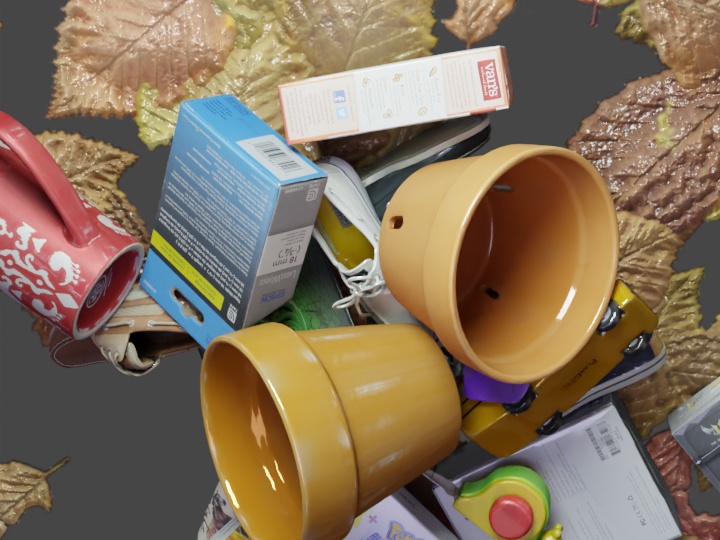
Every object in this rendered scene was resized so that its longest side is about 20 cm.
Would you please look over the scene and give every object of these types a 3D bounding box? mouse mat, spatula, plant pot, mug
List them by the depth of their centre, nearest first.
[{"bbox_3d":[0.108,-0.015,1.314,0.198,0.139,0.203,-10,107,-37],"label":"plant pot"},{"bbox_3d":[-0.018,0.131,1.327,0.181,0.200,0.203,-16,109,-27],"label":"plant pot"},{"bbox_3d":[-0.312,-0.040,1.386,0.199,0.178,0.134,35,79,10],"label":"mug"},{"bbox_3d":[0.071,0.093,1.398,0.198,0.020,0.057,-3,76,41],"label":"spatula"},{"bbox_3d":[-0.084,0.063,1.459,0.160,0.008,0.202,-26,78,14],"label":"mouse mat"}]

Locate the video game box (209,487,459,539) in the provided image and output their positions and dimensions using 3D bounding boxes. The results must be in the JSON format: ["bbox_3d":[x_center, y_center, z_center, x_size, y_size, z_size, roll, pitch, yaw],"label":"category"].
[{"bbox_3d":[-0.019,0.277,1.463,0.200,0.047,0.182,43,103,-9],"label":"video game box"}]

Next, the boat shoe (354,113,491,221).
[{"bbox_3d":[0.044,-0.078,1.410,0.198,0.075,0.067,-28,105,14],"label":"boat shoe"}]

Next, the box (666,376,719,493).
[{"bbox_3d":[0.421,0.149,1.454,0.199,0.048,0.159,-40,99,16],"label":"box"}]

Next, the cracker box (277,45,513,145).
[{"bbox_3d":[0.036,-0.157,1.350,0.197,0.134,0.058,-9,96,9],"label":"cracker box"}]

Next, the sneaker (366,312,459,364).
[{"bbox_3d":[0.093,0.046,1.448,0.198,0.067,0.092,-13,108,13],"label":"sneaker"}]

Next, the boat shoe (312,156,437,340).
[{"bbox_3d":[0.003,-0.002,1.369,0.074,0.086,0.203,-21,108,28],"label":"boat shoe"}]

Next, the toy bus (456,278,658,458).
[{"bbox_3d":[0.174,0.084,1.381,0.200,0.079,0.065,-44,135,10],"label":"toy bus"}]

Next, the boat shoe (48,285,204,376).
[{"bbox_3d":[-0.224,0.063,1.463,0.198,0.073,0.076,-21,143,27],"label":"boat shoe"}]

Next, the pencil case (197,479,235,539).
[{"bbox_3d":[-0.091,0.203,1.513,0.078,0.089,0.202,40,113,39],"label":"pencil case"}]

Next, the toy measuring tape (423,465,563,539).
[{"bbox_3d":[0.115,0.196,1.415,0.199,0.074,0.074,38,108,-1],"label":"toy measuring tape"}]

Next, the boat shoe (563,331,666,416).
[{"bbox_3d":[0.195,0.099,1.451,0.198,0.075,0.063,-26,105,7],"label":"boat shoe"}]

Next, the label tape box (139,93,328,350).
[{"bbox_3d":[-0.119,-0.036,1.369,0.144,0.063,0.202,41,129,31],"label":"label tape box"}]

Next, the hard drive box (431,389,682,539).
[{"bbox_3d":[0.192,0.222,1.488,0.198,0.077,0.157,-26,103,13],"label":"hard drive box"}]
